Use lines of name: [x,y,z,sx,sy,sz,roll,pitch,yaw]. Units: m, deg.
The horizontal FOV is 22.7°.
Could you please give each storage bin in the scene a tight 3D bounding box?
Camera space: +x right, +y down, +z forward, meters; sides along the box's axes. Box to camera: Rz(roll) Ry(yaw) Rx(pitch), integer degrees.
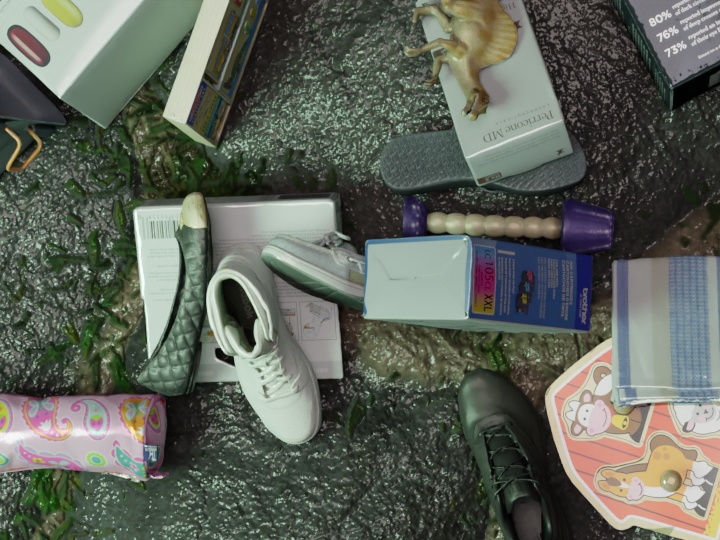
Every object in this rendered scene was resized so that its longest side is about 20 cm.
storage bin: [-0.391,-0.130,1.723,0.145,0.200,0.135,44,103,11]

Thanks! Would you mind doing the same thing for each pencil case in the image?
pencil case: [-0.282,0.159,1.722,0.198,0.087,0.088,2,84,8]

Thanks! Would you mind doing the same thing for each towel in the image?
towel: [0.328,0.055,1.653,0.198,0.024,0.148,-2,67,7]

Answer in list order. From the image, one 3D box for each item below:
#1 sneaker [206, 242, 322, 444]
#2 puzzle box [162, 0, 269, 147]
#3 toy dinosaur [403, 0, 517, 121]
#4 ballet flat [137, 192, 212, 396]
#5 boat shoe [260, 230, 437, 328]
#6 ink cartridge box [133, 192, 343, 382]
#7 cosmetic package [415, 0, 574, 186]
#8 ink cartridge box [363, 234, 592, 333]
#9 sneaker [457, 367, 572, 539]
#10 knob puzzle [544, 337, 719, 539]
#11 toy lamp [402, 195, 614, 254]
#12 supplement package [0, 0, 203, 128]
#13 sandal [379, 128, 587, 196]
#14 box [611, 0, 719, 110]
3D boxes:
sneaker: [-0.095,0.083,1.663,0.073,0.116,0.202,-19,101,9]
puzzle box: [-0.129,-0.225,1.713,0.025,0.133,0.202,19,88,10]
toy dinosaur: [0.097,-0.232,1.641,0.100,0.058,0.202,12,80,3]
ballet flat: [-0.171,0.025,1.683,0.056,0.067,0.202,7,105,-9]
boat shoe: [0.001,0.000,1.668,0.200,0.074,0.065,18,79,-22]
ink cartridge box: [-0.113,0.017,1.732,0.198,0.044,0.175,-2,103,8]
cosmetic package: [0.122,-0.193,1.678,0.101,0.074,0.202,-20,65,7]
ink cartridge box: [0.117,0.017,1.621,0.136,0.199,0.077,-1,82,47]
sneaker: [0.143,0.183,1.649,0.075,0.091,0.202,-24,80,8]
knob puzzle: [0.266,0.145,1.663,0.217,0.030,0.222,-1,84,9]
toy lamp: [0.140,-0.042,1.689,0.198,0.058,0.059,1,84,8]
supplement package: [-0.239,-0.258,1.722,0.111,0.156,0.200,41,91,10]
sandal: [0.119,-0.106,1.711,0.198,0.043,0.077,1,74,15]
box: [0.307,-0.276,1.663,0.147,0.104,0.201,-26,80,6]
